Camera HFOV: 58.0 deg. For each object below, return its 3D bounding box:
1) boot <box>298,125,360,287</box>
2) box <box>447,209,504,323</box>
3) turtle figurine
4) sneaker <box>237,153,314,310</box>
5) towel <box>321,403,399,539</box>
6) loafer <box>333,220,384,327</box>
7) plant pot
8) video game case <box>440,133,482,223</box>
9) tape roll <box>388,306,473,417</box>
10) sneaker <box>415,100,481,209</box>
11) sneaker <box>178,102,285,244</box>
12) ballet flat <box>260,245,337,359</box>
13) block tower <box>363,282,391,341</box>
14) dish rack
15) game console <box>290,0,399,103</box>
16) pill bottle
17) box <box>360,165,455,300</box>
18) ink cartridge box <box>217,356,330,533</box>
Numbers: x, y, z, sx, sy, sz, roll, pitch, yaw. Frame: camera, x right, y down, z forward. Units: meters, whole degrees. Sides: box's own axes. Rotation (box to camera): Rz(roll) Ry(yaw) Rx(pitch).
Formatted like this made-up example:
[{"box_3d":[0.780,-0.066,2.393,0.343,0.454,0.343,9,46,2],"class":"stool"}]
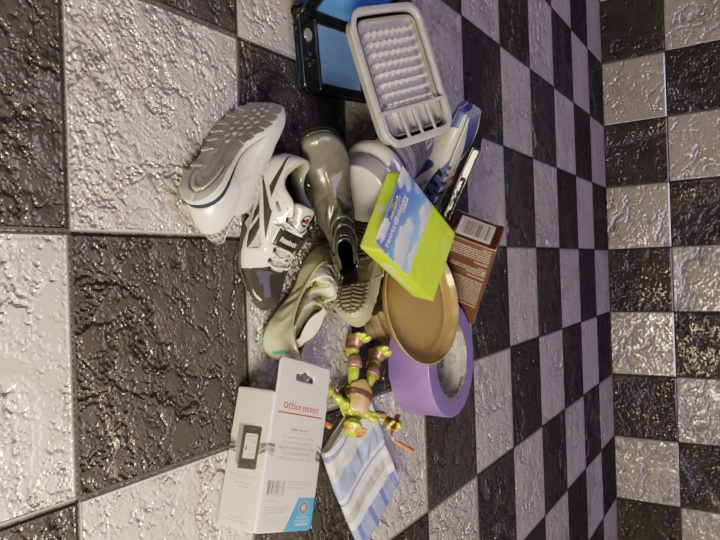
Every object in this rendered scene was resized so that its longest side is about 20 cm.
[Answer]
[{"box_3d":[-0.030,-0.082,0.883,0.203,0.066,0.133,77,-2,-47],"class":"boot"},{"box_3d":[0.196,-0.004,1.216,0.204,0.098,0.076,98,18,-45],"class":"box"},{"box_3d":[0.005,0.190,0.997,0.196,0.064,0.165,26,56,-18],"class":"turtle figurine"},{"box_3d":[-0.103,-0.052,0.834,0.073,0.086,0.207,10,82,-58],"class":"sneaker"},{"box_3d":[0.005,0.317,1.041,0.147,0.023,0.205,-47,127,-47],"class":"towel"},{"box_3d":[0.000,0.000,1.009,0.069,0.073,0.204,84,18,-53],"class":"loafer"},{"box_3d":[0.096,0.052,1.071,0.197,0.027,0.207,15,70,-46],"class":"plant pot"},{"box_3d":[0.177,-0.145,1.209,0.143,0.018,0.205,-61,172,-66],"class":"video game case"},{"box_3d":[0.134,0.162,1.198,0.198,0.083,0.207,3,87,-58],"class":"tape roll"},{"box_3d":[0.124,-0.213,1.158,0.080,0.114,0.203,-32,151,-53],"class":"sneaker"},{"box_3d":[-0.147,-0.127,0.793,0.203,0.074,0.082,-61,147,-33],"class":"sneaker"},{"box_3d":[-0.067,0.042,0.903,0.070,0.068,0.203,60,41,-35],"class":"ballet flat"},{"box_3d":[0.069,0.037,1.129,0.201,0.053,0.059,-55,133,-43],"class":"block tower"},{"box_3d":[0.054,-0.292,0.980,0.170,0.043,0.206,-26,102,-42],"class":"dish rack"},{"box_3d":[-0.002,-0.357,0.980,0.198,0.115,0.177,-13,99,-56],"class":"game console"},{"box_3d":[0.037,-0.173,1.036,0.201,0.111,0.116,-55,132,-43],"class":"pill bottle"},{"box_3d":[0.071,-0.052,0.967,0.200,0.047,0.125,41,65,-50],"class":"box"},{"box_3d":[-0.106,0.219,0.829,0.115,0.065,0.207,27,66,-53],"class":"ink cartridge box"}]
